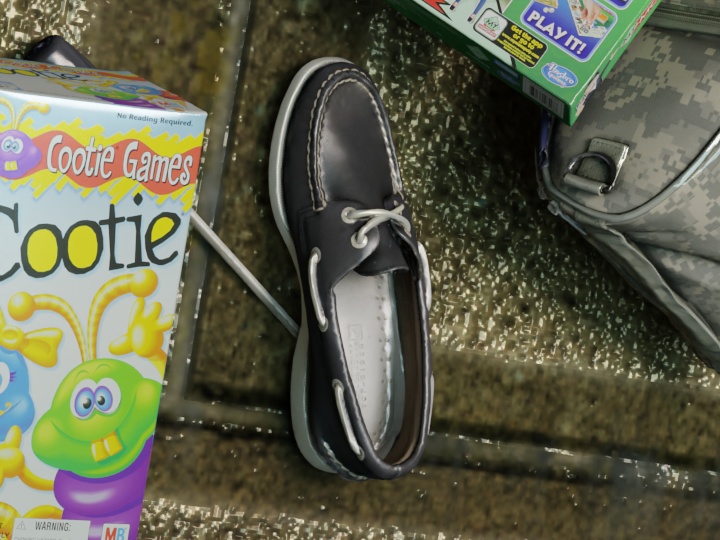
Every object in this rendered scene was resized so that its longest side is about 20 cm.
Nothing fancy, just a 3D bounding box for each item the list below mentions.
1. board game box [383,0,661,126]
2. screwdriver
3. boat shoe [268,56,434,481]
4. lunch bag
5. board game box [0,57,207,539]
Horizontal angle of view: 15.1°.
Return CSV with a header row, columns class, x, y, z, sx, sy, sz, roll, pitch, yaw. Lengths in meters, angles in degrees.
class,x,y,z,sx,sy,sz,roll,pitch,yaw
board game box,0.054,-0.176,1.258,0.199,0.029,0.135,34,77,12
screwdriver,-0.083,-0.036,1.266,0.029,0.028,0.200,-40,116,13
boat shoe,0.000,0.000,1.287,0.073,0.060,0.202,-1,94,-32
lunch bag,0.180,-0.055,1.309,0.200,0.139,0.169,43,69,-46
board game box,-0.145,0.015,1.179,0.104,0.103,0.202,5,101,-26
